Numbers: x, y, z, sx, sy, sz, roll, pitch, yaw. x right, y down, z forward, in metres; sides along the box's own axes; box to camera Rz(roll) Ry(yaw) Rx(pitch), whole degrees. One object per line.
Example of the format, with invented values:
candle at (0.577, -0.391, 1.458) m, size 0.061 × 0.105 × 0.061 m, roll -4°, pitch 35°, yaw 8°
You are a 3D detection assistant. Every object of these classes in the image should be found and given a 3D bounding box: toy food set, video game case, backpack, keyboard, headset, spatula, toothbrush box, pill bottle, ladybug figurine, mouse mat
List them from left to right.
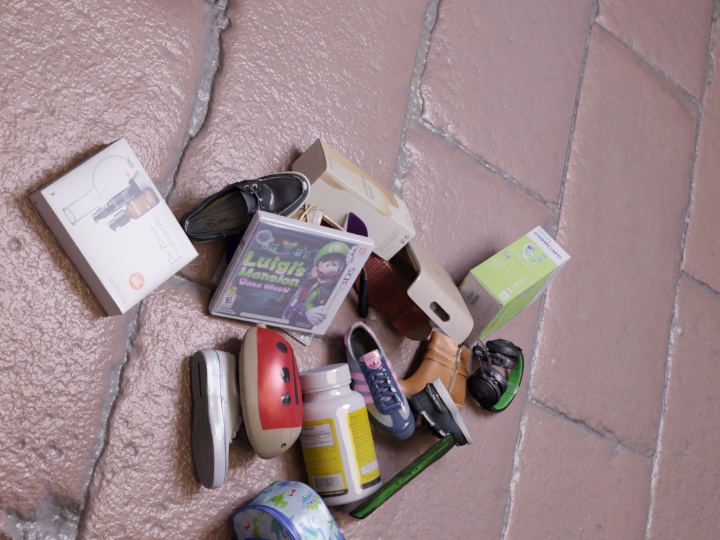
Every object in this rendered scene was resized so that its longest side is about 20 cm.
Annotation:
keyboard at (-0.142, 0.044, 1.663) m, size 0.200 × 0.011 × 0.056 m, roll 36°, pitch 63°, yaw -29°
ladybug figurine at (-0.129, 0.175, 1.581) m, size 0.136 × 0.072 × 0.201 m, roll 8°, pitch 74°, yaw -79°
backpack at (-0.100, 0.412, 1.532) m, size 0.147 × 0.183 × 0.201 m, roll -28°, pitch 96°, yaw -39°
video game case at (-0.102, 0.008, 1.605) m, size 0.199 × 0.182 × 0.023 m, roll 13°, pitch 30°, yaw -31°
pill bottle at (-0.039, 0.249, 1.651) m, size 0.111 × 0.111 × 0.201 m, roll -12°, pitch 92°, yaw -39°
spatula at (0.000, 0.000, 1.714) m, size 0.021 × 0.057 × 0.201 m, roll -27°, pitch 134°, yaw -23°
mouse mat at (0.070, 0.320, 1.669) m, size 0.200 × 0.161 × 0.008 m, roll -38°, pitch 73°, yaw -3°
toy food set at (0.104, 0.021, 1.767) m, size 0.060 × 0.200 × 0.143 m, roll -40°, pitch 120°, yaw 11°
headset at (0.245, 0.178, 1.878) m, size 0.124 × 0.094 × 0.200 m, roll -63°, pitch 143°, yaw -14°
toothbrush box at (0.252, 0.029, 1.885) m, size 0.200 × 0.146 × 0.086 m, roll -30°, pitch 70°, yaw -36°

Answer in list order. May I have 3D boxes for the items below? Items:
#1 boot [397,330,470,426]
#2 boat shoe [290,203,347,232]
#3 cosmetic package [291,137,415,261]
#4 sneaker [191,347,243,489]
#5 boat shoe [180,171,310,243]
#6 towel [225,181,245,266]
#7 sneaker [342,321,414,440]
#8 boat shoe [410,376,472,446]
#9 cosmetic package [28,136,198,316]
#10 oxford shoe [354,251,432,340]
boot at (0.108, 0.172, 1.809) m, size 0.200 × 0.073 × 0.155 m, roll 36°, pitch 63°, yaw -43°
boat shoe at (-0.079, -0.070, 1.633) m, size 0.200 × 0.069 × 0.074 m, roll 33°, pitch 51°, yaw -26°
cosmetic package at (-0.011, -0.113, 1.724) m, size 0.200 × 0.071 × 0.105 m, roll 34°, pitch 23°, yaw -31°
sneaker at (-0.199, 0.212, 1.552) m, size 0.071 × 0.073 × 0.201 m, roll 4°, pitch 81°, yaw -35°
boat shoe at (-0.169, -0.092, 1.553) m, size 0.199 × 0.066 × 0.075 m, roll -15°, pitch 89°, yaw 4°
towel at (-0.120, -0.045, 1.668) m, size 0.200 × 0.049 × 0.148 m, roll 18°, pitch 58°, yaw -35°
sneaker at (0.023, 0.170, 1.676) m, size 0.070 × 0.082 × 0.200 m, roll -24°, pitch 59°, yaw -13°
boat shoe at (0.130, 0.236, 1.736) m, size 0.060 × 0.076 × 0.200 m, roll -29°, pitch 139°, yaw 1°
cosmetic package at (-0.339, -0.061, 1.495) m, size 0.151 × 0.052 × 0.200 m, roll -42°, pitch 109°, yaw -32°
oxford shoe at (0.049, 0.027, 1.798) m, size 0.200 × 0.071 × 0.074 m, roll 53°, pitch 25°, yaw -15°
